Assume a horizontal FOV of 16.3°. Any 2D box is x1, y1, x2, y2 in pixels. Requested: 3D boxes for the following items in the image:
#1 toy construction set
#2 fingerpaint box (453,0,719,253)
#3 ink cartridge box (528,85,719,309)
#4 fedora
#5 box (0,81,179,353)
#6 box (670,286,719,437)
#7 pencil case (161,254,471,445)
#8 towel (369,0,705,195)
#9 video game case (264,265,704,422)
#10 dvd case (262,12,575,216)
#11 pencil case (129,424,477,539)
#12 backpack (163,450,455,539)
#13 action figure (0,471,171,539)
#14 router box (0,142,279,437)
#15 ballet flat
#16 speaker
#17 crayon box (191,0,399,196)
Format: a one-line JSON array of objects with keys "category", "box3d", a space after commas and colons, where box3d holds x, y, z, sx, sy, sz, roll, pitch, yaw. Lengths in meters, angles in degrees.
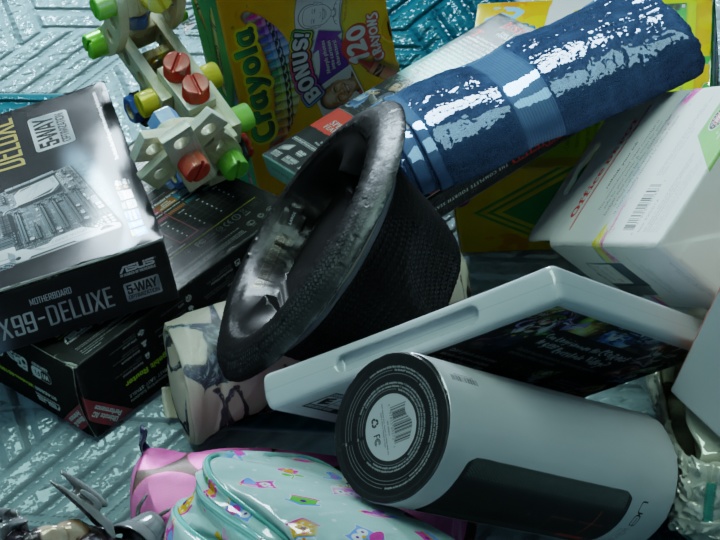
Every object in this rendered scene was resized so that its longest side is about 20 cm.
[{"category": "toy construction set", "box3d": [-0.120, -0.126, 1.607, 0.092, 0.131, 0.200, -12, 55, -12]}, {"category": "fingerpaint box", "box3d": [0.153, -0.099, 1.670, 0.167, 0.073, 0.200, -2, 38, 10]}, {"category": "ink cartridge box", "box3d": [0.186, -0.043, 1.484, 0.117, 0.067, 0.200, -56, 16, -9]}, {"category": "fedora", "box3d": [0.000, 0.000, 1.428, 0.092, 0.201, 0.201, 33, 38, -15]}, {"category": "box", "box3d": [-0.213, -0.031, 1.592, 0.157, 0.050, 0.200, -17, 37, -6]}, {"category": "box", "box3d": [0.287, 0.022, 1.391, 0.200, 0.125, 0.097, -25, 57, -38]}, {"category": "pencil case", "box3d": [-0.028, 0.042, 1.536, 0.200, 0.089, 0.078, -19, 67, -9]}, {"category": "towel", "box3d": [0.104, -0.111, 1.525, 0.200, 0.049, 0.112, -24, 23, -5]}, {"category": "video game case", "box3d": [0.074, 0.050, 1.379, 0.182, 0.200, 0.023, -21, 70, 26]}, {"category": "dvd case", "box3d": [0.056, -0.093, 1.603, 0.200, 0.022, 0.146, -33, 36, -20]}, {"category": "pencil case", "box3d": [-0.031, 0.134, 1.416, 0.200, 0.091, 0.094, 1, 14, 12]}, {"category": "backpack", "box3d": [-0.019, 0.175, 1.284, 0.200, 0.167, 0.127, 28, 97, 47]}, {"category": "action figure", "box3d": [-0.174, 0.195, 1.347, 0.200, 0.130, 0.069, -45, 3, -19]}, {"category": "router box", "box3d": [-0.155, 0.006, 1.622, 0.150, 0.062, 0.200, 26, 51, 38]}, {"category": "ballet flat", "box3d": [0.201, 0.072, 1.449, 0.072, 0.072, 0.200, -7, 37, 6]}, {"category": "speaker", "box3d": [0.081, 0.098, 1.336, 0.200, 0.081, 0.081, 17, 13, -46]}, {"category": "crayon box", "box3d": [-0.043, -0.154, 1.685, 0.119, 0.200, 0.058, -23, 38, -15]}]
